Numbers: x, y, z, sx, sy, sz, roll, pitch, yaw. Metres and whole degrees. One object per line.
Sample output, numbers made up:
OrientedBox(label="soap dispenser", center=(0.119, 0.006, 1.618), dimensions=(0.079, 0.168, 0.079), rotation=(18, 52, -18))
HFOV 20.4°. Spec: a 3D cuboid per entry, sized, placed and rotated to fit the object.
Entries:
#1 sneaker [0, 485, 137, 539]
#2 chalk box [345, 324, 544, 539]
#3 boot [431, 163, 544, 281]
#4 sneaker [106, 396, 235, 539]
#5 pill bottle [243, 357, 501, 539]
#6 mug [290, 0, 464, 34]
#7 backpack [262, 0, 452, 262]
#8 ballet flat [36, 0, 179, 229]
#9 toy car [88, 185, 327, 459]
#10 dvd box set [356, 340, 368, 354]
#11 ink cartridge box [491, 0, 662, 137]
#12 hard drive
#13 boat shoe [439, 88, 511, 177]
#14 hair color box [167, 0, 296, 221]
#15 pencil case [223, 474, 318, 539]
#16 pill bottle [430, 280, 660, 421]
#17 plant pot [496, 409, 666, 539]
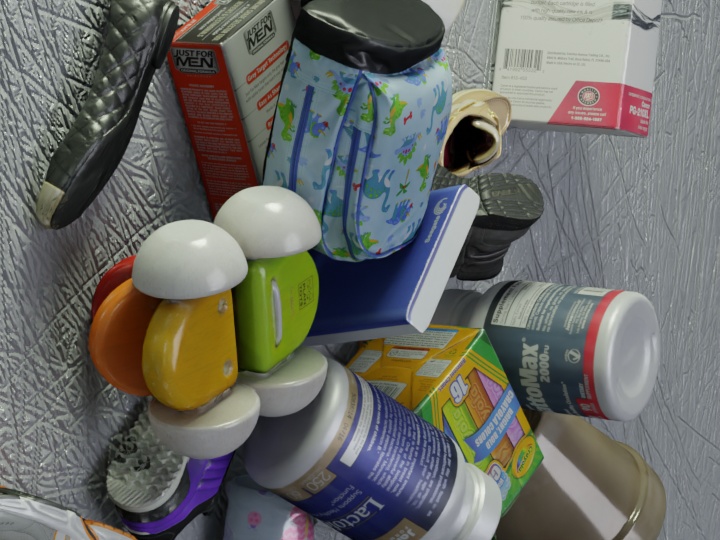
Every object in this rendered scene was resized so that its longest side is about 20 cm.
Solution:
OrientedBox(label="sneaker", center=(-0.234, 0.210, 1.427), dimensions=(0.200, 0.076, 0.092), rotation=(36, 70, -53))
OrientedBox(label="chalk box", center=(0.071, 0.161, 1.787), dimensions=(0.124, 0.125, 0.200), rotation=(-48, 126, -35))
OrientedBox(label="boot", center=(0.057, -0.040, 1.830), dimensions=(0.132, 0.200, 0.070), rotation=(124, -26, -52))
OrientedBox(label="sneaker", center=(-0.131, 0.139, 1.590), dimensions=(0.200, 0.070, 0.100), rotation=(-54, 146, -35))
OrientedBox(label="pill bottle", center=(0.013, 0.163, 1.619), dimensions=(0.200, 0.116, 0.116), rotation=(34, 65, -29))
OrientedBox(label="mug", center=(-0.010, -0.275, 1.646), dimensions=(0.153, 0.149, 0.187), rotation=(37, 54, -45))
OrientedBox(label="backpack", center=(-0.004, -0.106, 1.554), dimensions=(0.200, 0.154, 0.163), rotation=(-60, 165, 25))
OrientedBox(label="ballet flat", center=(-0.193, -0.121, 1.467), dimensions=(0.066, 0.057, 0.200), rotation=(88, 24, -72))
OrientedBox(label="toy car", center=(-0.120, 0.032, 1.502), dimensions=(0.200, 0.150, 0.175), rotation=(-29, 122, -48))
OrientedBox(label="dvd box set", center=(0.035, 0.123, 1.877), dimensions=(0.146, 0.029, 0.200), rotation=(33, 67, -55))
OrientedBox(label="ink cartridge box", center=(0.218, -0.240, 1.997), dimensions=(0.084, 0.145, 0.200), rotation=(6, 91, -60))
OrientedBox(label="hard drive", center=(0.000, 0.000, 1.643), dimensions=(0.025, 0.200, 0.132), rotation=(41, 60, -30))
OrientedBox(label="boat shoe", center=(0.100, -0.123, 1.901), dimensions=(0.200, 0.069, 0.074), rotation=(-35, 124, -50))
OrientedBox(label="hair color box", center=(-0.085, -0.117, 1.614), dimensions=(0.102, 0.061, 0.200), rotation=(-47, 134, -44))
OrientedBox(label="pencil case", center=(-0.080, 0.269, 1.674), dimensions=(0.091, 0.083, 0.200), rotation=(9, 88, -77))
OrientedBox(label="pill bottle", center=(0.166, 0.071, 1.860), dimensions=(0.120, 0.200, 0.120), rotation=(-13, 105, -57))
OrientedBox(label="plant pot", center=(0.177, 0.213, 2.004), dimensions=(0.174, 0.200, 0.200), rotation=(50, 52, -28))
